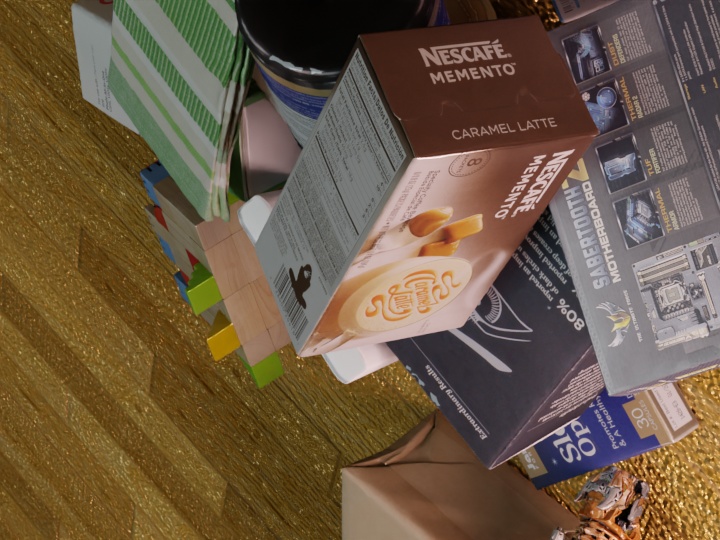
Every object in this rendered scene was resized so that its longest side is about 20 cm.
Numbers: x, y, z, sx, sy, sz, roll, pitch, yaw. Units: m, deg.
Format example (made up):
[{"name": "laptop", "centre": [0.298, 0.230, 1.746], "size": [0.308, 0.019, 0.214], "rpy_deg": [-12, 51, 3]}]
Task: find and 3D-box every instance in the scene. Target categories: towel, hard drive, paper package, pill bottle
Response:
[{"name": "towel", "centre": [-0.114, -0.144, 1.190], "size": [0.153, 0.023, 0.201], "rpy_deg": [52, 148, 29]}, {"name": "hard drive", "centre": [0.000, 0.000, 1.274], "size": [0.027, 0.200, 0.133], "rpy_deg": [-35, 83, 22]}, {"name": "paper package", "centre": [0.077, 0.244, 1.424], "size": [0.190, 0.103, 0.201], "rpy_deg": [35, 140, 35]}, {"name": "pill bottle", "centre": [0.002, -0.119, 1.078], "size": [0.112, 0.112, 0.200], "rpy_deg": [46, 174, 22]}]

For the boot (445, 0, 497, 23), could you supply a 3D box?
[{"name": "boot", "centre": [-0.014, -0.200, 1.164], "size": [0.073, 0.155, 0.200], "rpy_deg": [-50, 62, 14]}]

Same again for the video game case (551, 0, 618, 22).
[{"name": "video game case", "centre": [0.150, -0.229, 1.038], "size": [0.199, 0.018, 0.144], "rpy_deg": [-13, 102, 57]}]

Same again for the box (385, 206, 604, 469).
[{"name": "box", "centre": [0.108, -0.003, 1.149], "size": [0.148, 0.104, 0.200], "rpy_deg": [50, 133, 17]}]

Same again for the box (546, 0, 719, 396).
[{"name": "box", "centre": [0.178, -0.051, 0.995], "size": [0.157, 0.051, 0.202], "rpy_deg": [-22, 79, 24]}]

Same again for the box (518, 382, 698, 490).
[{"name": "box", "centre": [0.136, 0.081, 1.284], "size": [0.122, 0.032, 0.200], "rpy_deg": [60, 149, 2]}]

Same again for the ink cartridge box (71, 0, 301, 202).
[{"name": "ink cartridge box", "centre": [-0.090, -0.146, 1.318], "size": [0.199, 0.145, 0.085], "rpy_deg": [31, 138, 38]}]

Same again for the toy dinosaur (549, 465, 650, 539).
[{"name": "toy dinosaur", "centre": [0.156, 0.238, 1.268], "size": [0.201, 0.135, 0.102], "rpy_deg": [-58, 38, 9]}]

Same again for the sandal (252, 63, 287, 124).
[{"name": "sandal", "centre": [-0.011, -0.113, 1.215], "size": [0.050, 0.083, 0.202], "rpy_deg": [23, 176, 36]}]

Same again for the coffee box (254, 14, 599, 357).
[{"name": "coffee box", "centre": [0.030, -0.042, 1.019], "size": [0.080, 0.113, 0.200], "rpy_deg": [67, 150, 24]}]

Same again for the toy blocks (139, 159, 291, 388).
[{"name": "toy blocks", "centre": [-0.122, -0.021, 1.519], "size": [0.137, 0.099, 0.201], "rpy_deg": [41, 156, 46]}]
